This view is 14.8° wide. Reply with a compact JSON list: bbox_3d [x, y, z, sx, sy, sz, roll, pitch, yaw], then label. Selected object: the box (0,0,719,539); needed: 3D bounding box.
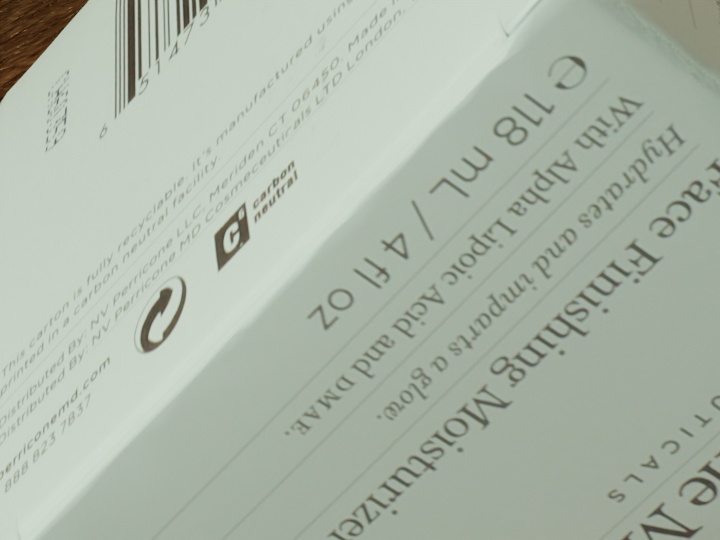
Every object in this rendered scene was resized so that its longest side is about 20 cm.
[{"bbox_3d":[0.019,-0.020,0.648,0.199,0.131,0.200,-46,28,25],"label":"box"}]
